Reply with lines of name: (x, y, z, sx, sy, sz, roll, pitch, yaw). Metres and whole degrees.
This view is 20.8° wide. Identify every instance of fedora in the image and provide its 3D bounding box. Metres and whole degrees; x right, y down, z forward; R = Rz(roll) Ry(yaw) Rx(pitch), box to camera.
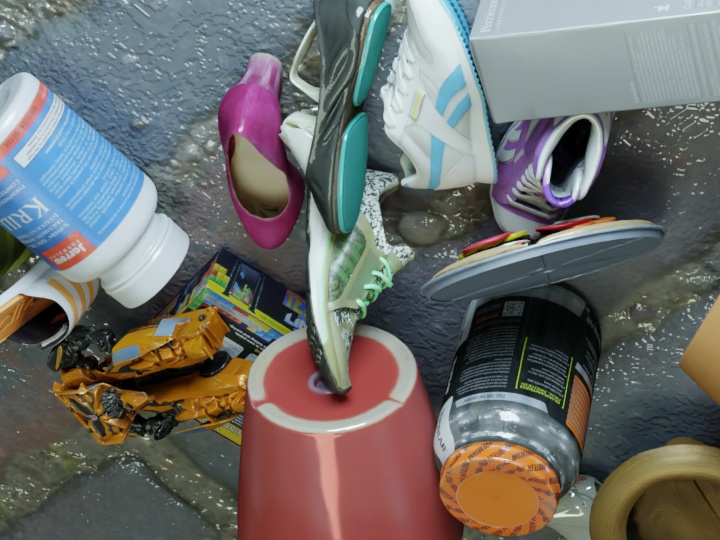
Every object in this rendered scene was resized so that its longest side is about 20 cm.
fedora: (0.299, 0.215, 1.751, 0.200, 0.082, 0.201, 5, 126, 6)

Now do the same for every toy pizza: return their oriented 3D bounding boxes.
toy pizza: (0.142, -0.014, 1.548, 0.200, 0.032, 0.200, -13, 171, -2)

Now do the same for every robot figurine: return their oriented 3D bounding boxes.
robot figurine: (-0.185, 0.098, 1.727, 0.200, 0.058, 0.145, -18, 126, 30)

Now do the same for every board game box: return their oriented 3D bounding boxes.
board game box: (-0.091, 0.088, 1.771, 0.200, 0.057, 0.165, 33, 135, -16)

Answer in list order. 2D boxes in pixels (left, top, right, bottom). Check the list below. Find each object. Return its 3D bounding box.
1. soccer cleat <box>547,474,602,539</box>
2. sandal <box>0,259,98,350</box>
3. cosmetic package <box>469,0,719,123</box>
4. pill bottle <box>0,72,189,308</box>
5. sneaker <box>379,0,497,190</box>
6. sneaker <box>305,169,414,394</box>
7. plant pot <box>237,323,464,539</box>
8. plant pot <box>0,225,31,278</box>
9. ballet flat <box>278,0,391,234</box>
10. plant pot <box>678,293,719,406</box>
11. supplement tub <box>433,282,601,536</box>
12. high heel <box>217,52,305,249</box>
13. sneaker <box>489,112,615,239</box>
soccer cleat: (0.175, 0.207, 1.804, 0.200, 0.069, 0.078, 25, 130, -18)
sandal: (-0.280, 0.044, 1.681, 0.059, 0.207, 0.079, 40, 140, 11)
cosmetic package: (0.187, -0.174, 1.399, 0.200, 0.107, 0.090, -3, 132, 17)
pill bottle: (-0.240, -0.061, 1.631, 0.112, 0.112, 0.200, -30, 119, 37)
sneaker: (0.053, -0.138, 1.486, 0.081, 0.077, 0.200, -10, 131, 5)
sneaker: (0.000, 0.000, 1.580, 0.088, 0.200, 0.077, 0, 168, -2)
plant pot: (-0.017, 0.154, 1.649, 0.200, 0.201, 0.178, 4, 129, 13)
plant pot: (-0.399, -0.006, 1.680, 0.200, 0.184, 0.201, 9, 134, 9)
ballet flat: (-0.022, -0.128, 1.519, 0.068, 0.068, 0.200, 17, 113, 16)
plant pot: (0.341, 0.051, 1.523, 0.140, 0.200, 0.200, 31, 136, 9)
supplement tub: (0.130, 0.113, 1.627, 0.122, 0.200, 0.123, 9, 134, 9)
high heel: (-0.084, -0.072, 1.584, 0.067, 0.096, 0.200, 12, 135, 5)
sneaker: (0.141, -0.072, 1.506, 0.073, 0.114, 0.201, 17, 137, -2)
